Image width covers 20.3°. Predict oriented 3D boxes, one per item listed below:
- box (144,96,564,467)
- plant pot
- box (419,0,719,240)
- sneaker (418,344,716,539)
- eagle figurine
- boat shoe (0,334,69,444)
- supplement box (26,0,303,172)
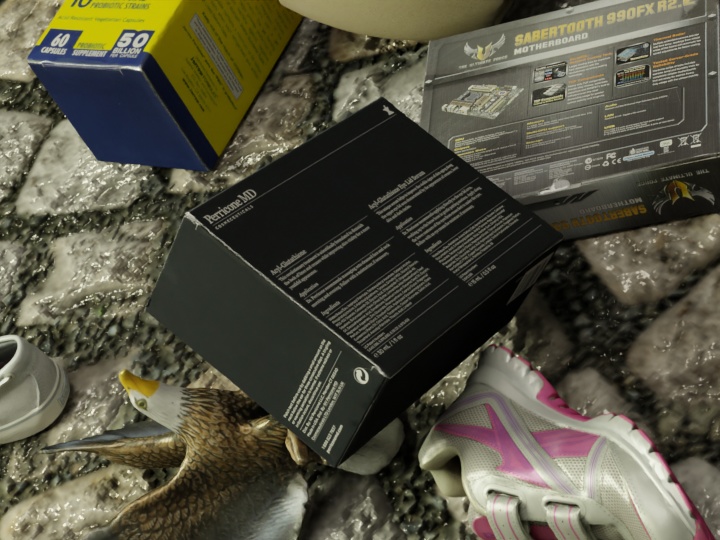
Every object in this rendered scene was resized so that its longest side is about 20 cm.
[{"bbox_3d":[0.000,0.000,1.114,0.141,0.079,0.200,40,39,12],"label":"box"},{"bbox_3d":[0.052,-0.232,1.336,0.134,0.201,0.201,30,66,5],"label":"plant pot"},{"bbox_3d":[0.133,-0.094,1.243,0.199,0.048,0.159,-12,47,21],"label":"box"},{"bbox_3d":[0.106,0.119,1.055,0.088,0.081,0.200,-46,36,-12],"label":"sneaker"},{"bbox_3d":[-0.090,0.107,1.161,0.200,0.151,0.152,-46,-9,28],"label":"eagle figurine"},{"bbox_3d":[-0.289,0.093,1.307,0.199,0.069,0.072,-15,46,18],"label":"boat shoe"},{"bbox_3d":[-0.126,-0.183,1.430,0.108,0.110,0.201,7,55,34],"label":"supplement box"}]
